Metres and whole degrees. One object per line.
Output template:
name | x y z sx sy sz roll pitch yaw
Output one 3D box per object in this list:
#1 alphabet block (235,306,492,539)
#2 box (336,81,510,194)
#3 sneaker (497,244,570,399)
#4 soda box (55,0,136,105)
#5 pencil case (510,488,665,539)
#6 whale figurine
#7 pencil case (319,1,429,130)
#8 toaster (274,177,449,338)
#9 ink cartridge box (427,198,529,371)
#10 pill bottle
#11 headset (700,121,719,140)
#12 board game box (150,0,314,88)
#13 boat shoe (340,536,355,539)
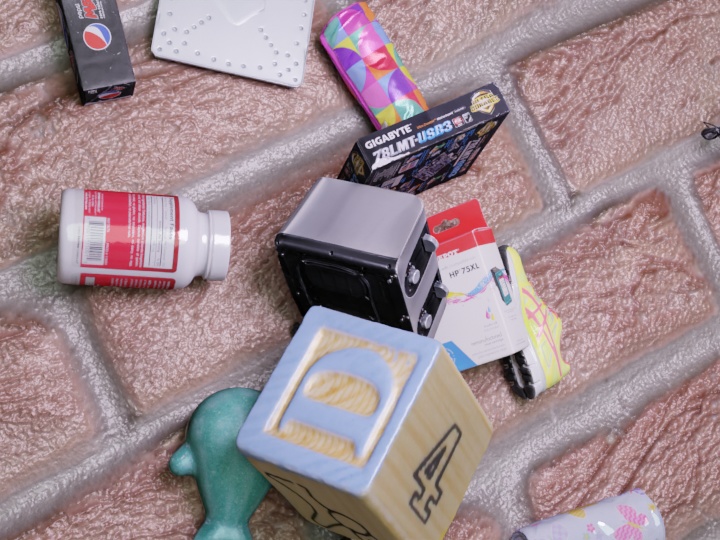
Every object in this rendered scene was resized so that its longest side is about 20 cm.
alphabet block | 0.010 0.190 1.325 0.197 0.194 0.201 -59 142 -22
box | 0.068 -0.141 1.441 0.197 0.200 0.050 -26 80 -18
sneaker | 0.221 0.062 1.524 0.089 0.078 0.202 -14 90 -26
soda box | -0.335 -0.312 1.428 0.070 0.063 0.202 -13 84 -17
pencil case | 0.292 0.349 1.484 0.198 0.083 0.092 -15 83 -18
whale figurine | -0.147 0.239 1.366 0.157 0.104 0.202 12 76 -14
pencil case | 0.022 -0.249 1.510 0.088 0.088 0.201 -30 88 -18
toaster | 0.000 0.000 1.383 0.198 0.182 0.119 13 53 27
ink cartridge box | 0.125 0.021 1.469 0.067 0.115 0.202 -12 82 -62
pill bottle | -0.258 -0.035 1.378 0.198 0.112 0.114 4 80 -15
headset | 0.570 -0.200 1.650 0.198 0.094 0.125 -5 81 -28
board game box | -0.160 -0.350 1.504 0.198 0.026 0.203 10 79 -13
boat shoe | 0.030 0.323 1.419 0.068 0.075 0.200 44 73 -1
